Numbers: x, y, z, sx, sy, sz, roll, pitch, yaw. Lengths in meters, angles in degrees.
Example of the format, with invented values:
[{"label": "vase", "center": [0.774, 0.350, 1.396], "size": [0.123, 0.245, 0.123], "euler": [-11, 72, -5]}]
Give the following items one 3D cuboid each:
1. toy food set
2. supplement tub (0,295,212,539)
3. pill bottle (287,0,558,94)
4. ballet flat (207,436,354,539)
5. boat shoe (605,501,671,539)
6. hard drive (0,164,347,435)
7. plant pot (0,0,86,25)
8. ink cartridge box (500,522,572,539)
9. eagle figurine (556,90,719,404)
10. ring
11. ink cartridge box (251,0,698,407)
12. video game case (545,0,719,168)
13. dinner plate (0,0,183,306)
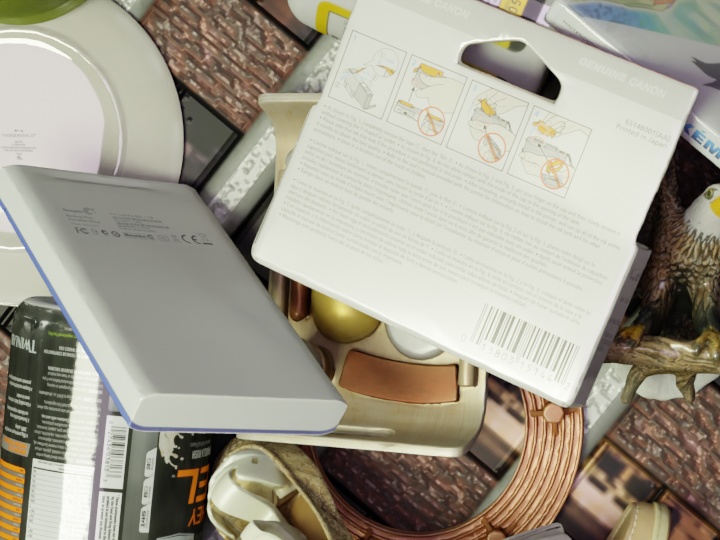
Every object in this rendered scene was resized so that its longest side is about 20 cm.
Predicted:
[{"label": "toy food set", "center": [0.000, 0.000, 1.077], "size": [0.142, 0.060, 0.203], "euler": [2, 87, 24]}, {"label": "supplement tub", "center": [-0.148, 0.120, 1.089], "size": [0.121, 0.123, 0.202], "euler": [6, 93, 5]}, {"label": "pill bottle", "center": [0.025, -0.175, 1.071], "size": [0.198, 0.111, 0.112], "euler": [24, 93, 3]}, {"label": "ballet flat", "center": [-0.046, 0.141, 1.045], "size": [0.065, 0.200, 0.071], "euler": [33, 96, -40]}, {"label": "boat shoe", "center": [0.114, 0.216, 1.094], "size": [0.064, 0.071, 0.201], "euler": [29, 95, 3]}, {"label": "hard drive", "center": [-0.107, 0.014, 1.033], "size": [0.200, 0.131, 0.026], "euler": [52, 125, 40]}, {"label": "plant pot", "center": [-0.208, -0.222, 1.042], "size": [0.198, 0.193, 0.203], "euler": [-1, 81, 5]}, {"label": "ink cartridge box", "center": [0.038, 0.243, 1.053], "size": [0.199, 0.084, 0.147], "euler": [-24, 78, 26]}, {"label": "eagle figurine", "center": [0.187, -0.032, 1.070], "size": [0.151, 0.150, 0.202], "euler": [31, 58, -35]}, {"label": "ring", "center": [0.034, 0.091, 1.124], "size": [0.198, 0.019, 0.203], "euler": [0, 92, 6]}, {"label": "ink cartridge box", "center": [0.062, -0.047, 1.010], "size": [0.199, 0.045, 0.178], "euler": [25, 95, 19]}, {"label": "video game case", "center": [0.222, -0.134, 1.033], "size": [0.182, 0.022, 0.200], "euler": [41, 54, 7]}, {"label": "dinner plate", "center": [-0.206, -0.079, 1.139], "size": [0.198, 0.024, 0.203], "euler": [0, 93, 5]}]
